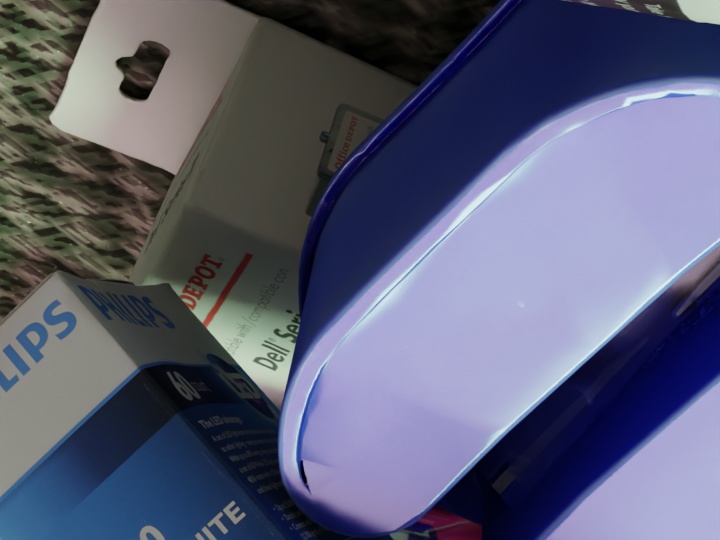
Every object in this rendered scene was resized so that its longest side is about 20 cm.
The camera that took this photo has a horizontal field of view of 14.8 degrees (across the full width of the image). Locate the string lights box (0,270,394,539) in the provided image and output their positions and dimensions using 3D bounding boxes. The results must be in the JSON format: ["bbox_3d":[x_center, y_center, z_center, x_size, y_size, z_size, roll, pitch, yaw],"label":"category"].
[{"bbox_3d":[-0.017,0.092,0.699,0.200,0.059,0.103,48,-172,10],"label":"string lights box"}]

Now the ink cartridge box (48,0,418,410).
[{"bbox_3d":[0.000,0.000,0.792,0.200,0.067,0.117,24,154,-6],"label":"ink cartridge box"}]

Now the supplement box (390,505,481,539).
[{"bbox_3d":[-0.005,0.115,0.884,0.103,0.101,0.200,12,-179,19],"label":"supplement box"}]

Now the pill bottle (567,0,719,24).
[{"bbox_3d":[0.029,-0.109,0.519,0.200,0.113,0.113,11,152,19],"label":"pill bottle"}]

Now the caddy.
[{"bbox_3d":[0.068,0.004,0.670,0.141,0.105,0.200,39,120,-13],"label":"caddy"}]
